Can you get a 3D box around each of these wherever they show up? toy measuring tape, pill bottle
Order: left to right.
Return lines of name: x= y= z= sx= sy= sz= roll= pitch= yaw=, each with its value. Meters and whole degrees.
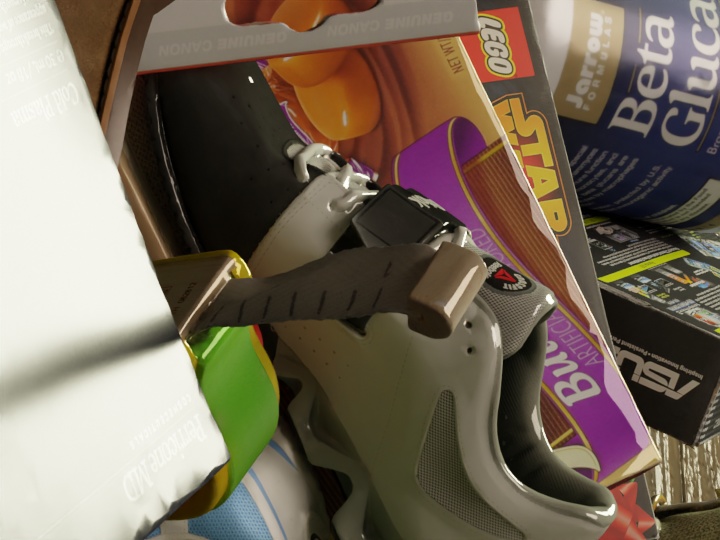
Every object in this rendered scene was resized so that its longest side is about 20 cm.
toy measuring tape: x=-0.031 y=0.032 z=0.771 sx=0.073 sy=0.199 sz=0.074 roll=8 pitch=79 yaw=-45
pill bottle: x=0.076 y=-0.085 z=1.136 sx=0.199 sy=0.111 sz=0.112 roll=11 pitch=60 yaw=-32

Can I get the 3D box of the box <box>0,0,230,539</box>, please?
box: x=-0.137 y=0.004 z=0.652 sx=0.183 sy=0.104 sz=0.200 roll=69 pitch=23 yaw=-7

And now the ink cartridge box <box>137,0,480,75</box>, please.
ink cartridge box: x=-0.028 y=-0.164 z=0.825 sx=0.050 sy=0.108 sz=0.202 roll=-127 pitch=-149 yaw=-78

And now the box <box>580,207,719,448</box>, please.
box: x=0.095 y=0.006 z=1.142 sx=0.200 sy=0.159 sz=0.045 roll=-15 pitch=128 yaw=-68

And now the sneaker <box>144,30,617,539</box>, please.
sneaker: x=0.011 y=0.004 z=0.844 sx=0.201 sy=0.088 sz=0.074 roll=61 pitch=24 yaw=-5

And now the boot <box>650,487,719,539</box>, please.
boot: x=0.089 y=0.098 z=1.051 sx=0.201 sy=0.154 sz=0.072 roll=63 pitch=23 yaw=-26

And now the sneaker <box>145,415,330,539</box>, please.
sneaker: x=-0.030 y=0.132 z=0.885 sx=0.072 sy=0.072 sz=0.201 roll=-32 pitch=120 yaw=-24

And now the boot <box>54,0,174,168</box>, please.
boot: x=-0.100 y=-0.052 z=0.770 sx=0.075 sy=0.074 sz=0.201 roll=16 pitch=96 yaw=-30

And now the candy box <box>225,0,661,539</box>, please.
candy box: x=0.000 y=0.000 z=0.926 sx=0.201 sy=0.116 sz=0.056 roll=65 pitch=-22 yaw=5

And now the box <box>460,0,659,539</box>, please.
box: x=0.014 y=0.011 z=0.981 sx=0.136 sy=0.040 sz=0.201 roll=-10 pitch=81 yaw=-22

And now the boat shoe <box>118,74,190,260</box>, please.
boat shoe: x=-0.094 y=-0.054 z=0.851 sx=0.065 sy=0.072 sz=0.201 roll=-60 pitch=129 yaw=-74
